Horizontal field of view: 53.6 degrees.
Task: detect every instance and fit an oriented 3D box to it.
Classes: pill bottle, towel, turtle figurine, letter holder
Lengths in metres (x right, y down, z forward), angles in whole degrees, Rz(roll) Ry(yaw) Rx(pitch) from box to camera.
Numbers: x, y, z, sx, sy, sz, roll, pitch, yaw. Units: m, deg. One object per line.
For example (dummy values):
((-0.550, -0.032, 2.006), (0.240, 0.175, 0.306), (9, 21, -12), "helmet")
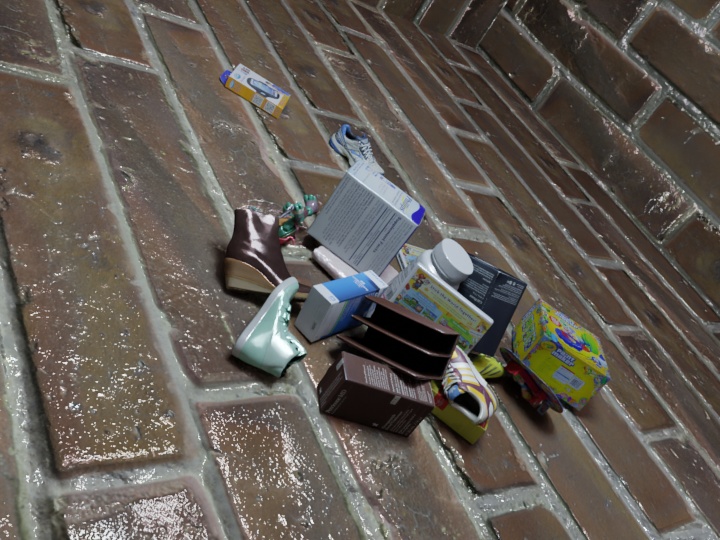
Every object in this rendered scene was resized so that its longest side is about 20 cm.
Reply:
((0.147, 0.027, 1.577), (0.113, 0.200, 0.114), (31, 35, -26), "pill bottle")
((0.000, 0.000, 1.675), (0.200, 0.032, 0.191), (42, 31, 9), "towel")
((-0.177, -0.112, 1.591), (0.148, 0.102, 0.200), (1, 20, 23), "turtle figurine")
((0.070, 0.129, 1.402), (0.198, 0.102, 0.142), (24, 5, 31), "letter holder")

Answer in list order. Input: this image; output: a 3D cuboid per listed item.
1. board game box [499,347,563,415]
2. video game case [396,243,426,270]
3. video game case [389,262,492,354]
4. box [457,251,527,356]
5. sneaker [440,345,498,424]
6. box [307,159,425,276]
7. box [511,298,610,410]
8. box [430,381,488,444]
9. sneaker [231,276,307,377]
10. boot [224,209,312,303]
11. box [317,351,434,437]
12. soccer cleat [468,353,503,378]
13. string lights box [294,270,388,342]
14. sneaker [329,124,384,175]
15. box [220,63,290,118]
((0.379, 0.264, 1.644), (0.200, 0.039, 0.158), (45, -8, 27), "board game box")
((0.188, 0.013, 1.854), (0.198, 0.023, 0.183), (16, 37, -29), "video game case")
((0.147, 0.115, 1.508), (0.199, 0.183, 0.023), (38, 17, 4), "video game case")
((0.245, 0.064, 1.618), (0.103, 0.184, 0.200), (20, 9, -36), "box")
((0.191, 0.218, 1.434), (0.200, 0.075, 0.090), (46, 27, 17), "sneaker")
((0.014, -0.113, 1.631), (0.199, 0.184, 0.105), (37, 29, -2), "box")
((0.497, 0.207, 1.792), (0.199, 0.123, 0.193), (32, 26, -7), "box")
((0.173, 0.265, 1.475), (0.199, 0.050, 0.075), (39, 30, 3), "box")
((-0.139, 0.109, 1.321), (0.117, 0.074, 0.201), (32, 53, 1), "sneaker")
((-0.172, -0.028, 1.434), (0.198, 0.072, 0.169), (13, 74, -23), "boot")
((0.030, 0.232, 1.328), (0.198, 0.101, 0.075), (21, 34, -23), "box")
((0.248, 0.222, 1.614), (0.199, 0.064, 0.085), (22, 70, -37), "soccer cleat")
((-0.036, 0.071, 1.472), (0.059, 0.103, 0.199), (41, 30, 23), "string lights box")
((-0.001, -0.348, 2.084), (0.200, 0.085, 0.077), (42, 32, 9), "sneaker")
((-0.305, -0.527, 2.066), (0.199, 0.042, 0.120), (32, 31, -13), "box")
